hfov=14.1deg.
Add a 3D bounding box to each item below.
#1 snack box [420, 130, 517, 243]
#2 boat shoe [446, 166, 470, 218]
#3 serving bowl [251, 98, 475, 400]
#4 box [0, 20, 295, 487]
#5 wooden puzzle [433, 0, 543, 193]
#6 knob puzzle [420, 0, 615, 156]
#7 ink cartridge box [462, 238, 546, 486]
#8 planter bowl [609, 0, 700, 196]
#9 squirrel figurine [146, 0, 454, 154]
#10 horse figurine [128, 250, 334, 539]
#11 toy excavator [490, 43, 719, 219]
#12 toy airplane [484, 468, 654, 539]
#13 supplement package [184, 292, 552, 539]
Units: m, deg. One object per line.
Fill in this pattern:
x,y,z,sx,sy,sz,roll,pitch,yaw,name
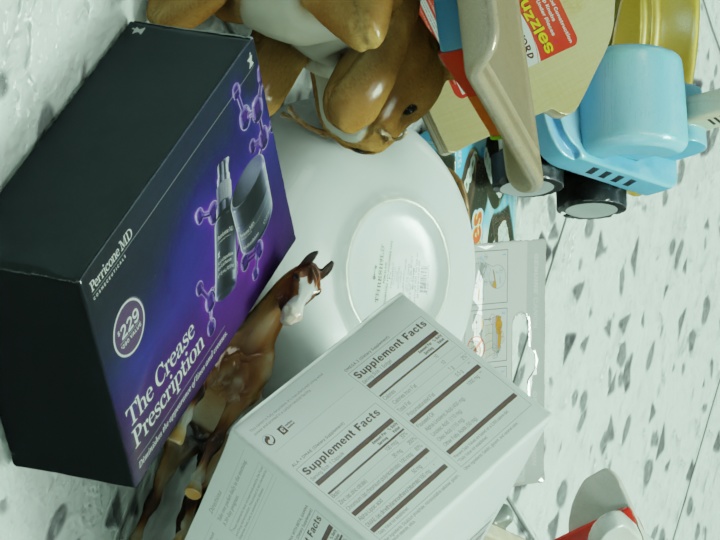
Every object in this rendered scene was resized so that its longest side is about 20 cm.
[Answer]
0.069,-0.005,1.955,0.116,0.037,0.200,-35,130,-59,snack box
0.037,0.027,1.843,0.072,0.072,0.200,-131,-141,-79,boat shoe
0.000,0.000,1.666,0.200,0.066,0.200,-2,92,-45,serving bowl
-0.115,-0.011,1.475,0.200,0.079,0.141,-59,146,-42,box
0.062,-0.157,1.572,0.200,0.037,0.185,62,20,-68,wooden puzzle
0.077,-0.181,1.762,0.220,0.030,0.220,10,71,-32,knob puzzle
0.031,0.060,1.779,0.200,0.050,0.161,-5,97,-46,ink cartridge box
0.174,-0.157,2.085,0.200,0.083,0.200,9,90,-67,planter bowl
-0.002,-0.163,1.588,0.187,0.142,0.200,43,52,-55,squirrel figurine
-0.079,0.085,1.581,0.200,0.050,0.133,111,5,-53,horse figurine
0.208,-0.102,1.900,0.194,0.200,0.100,15,68,-42,toy excavator
0.092,0.197,1.842,0.199,0.141,0.200,-21,141,-36,toy airplane
-0.011,0.141,1.572,0.156,0.111,0.200,-38,161,-43,supplement package
